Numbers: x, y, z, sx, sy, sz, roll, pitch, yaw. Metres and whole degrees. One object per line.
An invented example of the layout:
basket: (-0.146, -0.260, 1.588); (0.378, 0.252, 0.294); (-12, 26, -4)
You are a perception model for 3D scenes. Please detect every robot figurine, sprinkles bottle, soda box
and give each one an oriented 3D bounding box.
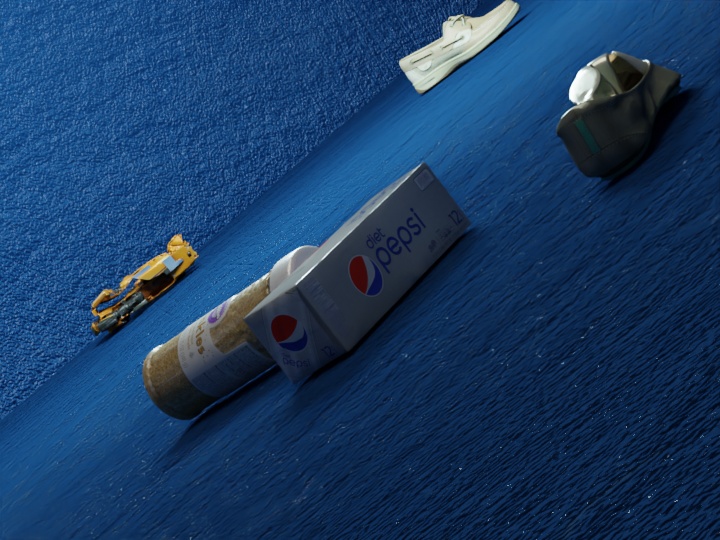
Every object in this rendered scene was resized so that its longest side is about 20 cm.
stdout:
robot figurine: (-0.339, 0.025, 3.471); (0.200, 0.058, 0.145); (-38, 5, -6)
sprinkles bottle: (-0.093, 0.053, 1.817); (0.200, 0.068, 0.068); (-34, 7, 38)
soda box: (0.000, 0.000, 1.684); (0.068, 0.064, 0.200); (-33, 8, 43)

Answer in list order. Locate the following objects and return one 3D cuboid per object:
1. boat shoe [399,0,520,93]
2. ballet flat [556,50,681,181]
boat shoe: (0.146, -0.342, 3.322); (0.199, 0.065, 0.072); (-36, 6, 20)
ballet flat: (0.176, -0.119, 1.537); (0.067, 0.064, 0.200); (-35, 7, 23)
